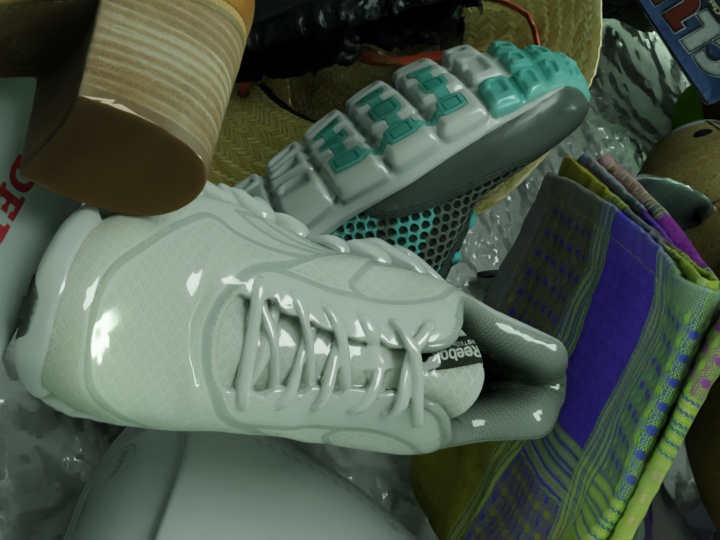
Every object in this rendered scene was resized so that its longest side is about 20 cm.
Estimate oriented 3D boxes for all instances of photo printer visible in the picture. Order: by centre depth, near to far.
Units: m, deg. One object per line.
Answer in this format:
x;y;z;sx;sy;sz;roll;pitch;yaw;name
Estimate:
-0.034;0.151;0.830;0.166;0.069;0.200;40;47;-25;photo printer

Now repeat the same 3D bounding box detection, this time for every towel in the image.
0.063;0.043;0.862;0.023;0.144;0.200;25;11;-13;towel

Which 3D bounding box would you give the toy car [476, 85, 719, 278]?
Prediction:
0.145;-0.035;1.041;0.200;0.164;0.158;-14;75;-30;toy car

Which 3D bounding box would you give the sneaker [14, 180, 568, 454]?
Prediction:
-0.015;0.019;0.768;0.200;0.081;0.075;6;100;-50;sneaker

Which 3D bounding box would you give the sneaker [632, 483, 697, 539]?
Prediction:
0.102;0.118;0.970;0.088;0.080;0.201;-9;72;-53;sneaker

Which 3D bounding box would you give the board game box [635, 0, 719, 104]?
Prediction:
0.139;-0.166;0.995;0.136;0.035;0.200;55;39;-11;board game box

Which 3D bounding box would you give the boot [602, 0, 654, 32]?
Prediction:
0.041;-0.170;1.093;0.174;0.069;0.200;-29;89;-51;boot

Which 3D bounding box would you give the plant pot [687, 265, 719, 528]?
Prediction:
0.181;0.045;0.845;0.187;0.186;0.200;63;15;7;plant pot

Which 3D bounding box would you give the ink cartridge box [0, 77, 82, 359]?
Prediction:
-0.190;-0.050;0.766;0.200;0.145;0.146;39;48;-17;ink cartridge box

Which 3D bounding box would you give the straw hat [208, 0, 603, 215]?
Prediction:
-0.003;-0.089;0.982;0.085;0.201;0.202;52;20;-73;straw hat

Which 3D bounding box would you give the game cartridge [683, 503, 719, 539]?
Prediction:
0.228;0.083;1.058;0.200;0.129;0.039;-27;121;-45;game cartridge

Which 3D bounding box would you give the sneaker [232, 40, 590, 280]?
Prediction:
0.000;0.000;0.892;0.091;0.200;0.078;52;11;-21;sneaker

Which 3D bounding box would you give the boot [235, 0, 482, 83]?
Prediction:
-0.052;-0.146;0.927;0.073;0.198;0.163;37;39;-77;boot

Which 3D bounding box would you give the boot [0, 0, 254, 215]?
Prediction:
-0.116;-0.115;0.720;0.200;0.074;0.155;30;45;-30;boot
